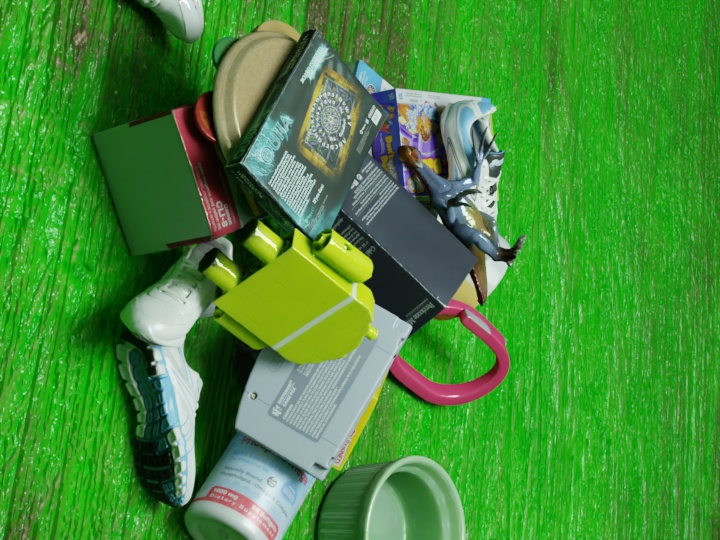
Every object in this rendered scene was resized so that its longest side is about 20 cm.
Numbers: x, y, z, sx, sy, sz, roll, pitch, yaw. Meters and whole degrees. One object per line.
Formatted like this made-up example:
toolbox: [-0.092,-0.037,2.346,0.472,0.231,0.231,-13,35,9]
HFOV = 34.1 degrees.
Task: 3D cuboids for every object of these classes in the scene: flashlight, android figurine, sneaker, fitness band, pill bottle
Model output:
flashlight: [-0.067,0.099,1.450,0.200,0.068,0.068,-22,138,-46]
android figurine: [-0.067,0.028,1.231,0.200,0.182,0.041,37,34,-28]
sneaker: [0.143,-0.107,1.424,0.072,0.072,0.201,-25,111,-49]
sneaker: [-0.201,0.155,1.283,0.087,0.075,0.201,-9,90,-54]
sneaker: [-0.254,-0.331,1.305,0.100,0.075,0.200,-45,113,-27]
fitness band: [0.117,0.113,1.601,0.200,0.143,0.037,41,23,-37]
pill bottle: [-0.108,0.231,1.344,0.109,0.109,0.200,55,47,-27]
sneaker: [-0.194,0.016,1.260,0.100,0.075,0.200,-64,175,22]

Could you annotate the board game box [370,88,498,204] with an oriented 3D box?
board game box: [0.095,-0.151,1.464,0.200,0.045,0.135,-5,90,-50]

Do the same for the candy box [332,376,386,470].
candy box: [0.003,0.162,1.433,0.026,0.102,0.200,29,15,1]

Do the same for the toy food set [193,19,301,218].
toy food set: [-0.091,-0.161,1.255,0.198,0.049,0.201,-39,112,-45]

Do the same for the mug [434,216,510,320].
mug: [0.097,-0.023,1.600,0.153,0.149,0.187,45,46,-25]

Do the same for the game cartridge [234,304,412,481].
game cartridge: [-0.048,0.115,1.308,0.133,0.040,0.200,31,79,5]

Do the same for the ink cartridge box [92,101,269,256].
ink cartridge box: [-0.162,-0.119,1.313,0.200,0.145,0.145,-27,103,-47]

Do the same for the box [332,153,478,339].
box: [0.000,0.000,1.382,0.182,0.200,0.104,44,45,-4]

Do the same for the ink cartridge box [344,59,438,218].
ink cartridge box: [-0.006,-0.143,1.494,0.200,0.146,0.147,33,61,-42]

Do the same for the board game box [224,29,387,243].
board game box: [-0.052,-0.138,1.235,0.135,0.028,0.200,48,52,-31]

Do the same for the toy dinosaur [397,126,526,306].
toy dinosaur: [0.105,-0.065,1.367,0.181,0.200,0.105,31,27,4]

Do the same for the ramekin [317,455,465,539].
ramekin: [0.037,0.338,1.497,0.200,0.097,0.201,10,76,-48]
